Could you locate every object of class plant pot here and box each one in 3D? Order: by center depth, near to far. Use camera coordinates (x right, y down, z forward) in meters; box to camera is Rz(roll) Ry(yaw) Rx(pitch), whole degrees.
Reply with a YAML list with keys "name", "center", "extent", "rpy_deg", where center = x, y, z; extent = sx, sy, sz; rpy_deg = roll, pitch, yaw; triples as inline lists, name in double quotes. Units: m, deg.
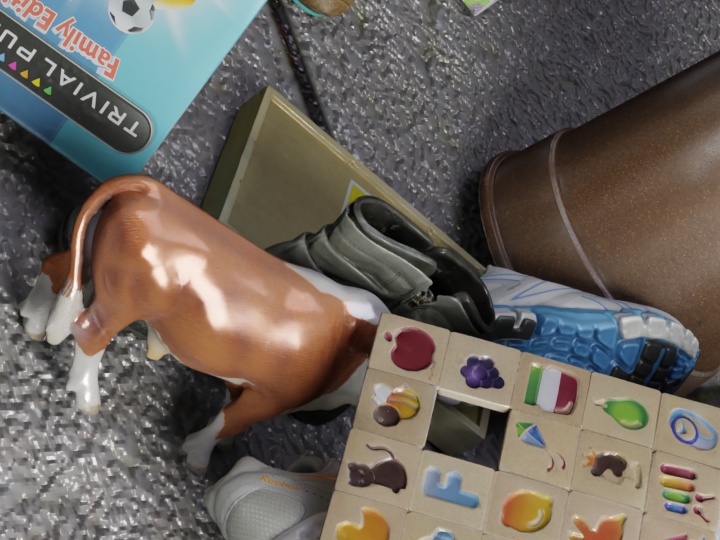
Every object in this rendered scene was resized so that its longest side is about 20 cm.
- name: "plant pot"
  center: [0.210, -0.037, 1.193]
  extent: [0.200, 0.198, 0.200]
  rpy_deg: [37, 34, -31]

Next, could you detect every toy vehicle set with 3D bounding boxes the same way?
- name: "toy vehicle set"
  center: [0.000, 0.000, 1.093]
  extent: [0.200, 0.027, 0.124]
  rpy_deg: [40, 39, -20]

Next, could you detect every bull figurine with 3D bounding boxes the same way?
- name: "bull figurine"
  center: [-0.060, 0.032, 0.912]
  extent: [0.200, 0.121, 0.065]
  rpy_deg: [35, 20, -22]

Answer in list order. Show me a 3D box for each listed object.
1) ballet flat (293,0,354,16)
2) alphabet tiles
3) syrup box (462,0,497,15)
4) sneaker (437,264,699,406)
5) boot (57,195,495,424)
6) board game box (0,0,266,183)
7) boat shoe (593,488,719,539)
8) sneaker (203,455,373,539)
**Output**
- name: "ballet flat"
  center: [-0.003, -0.244, 1.244]
  extent: [0.068, 0.072, 0.200]
  rpy_deg: [36, 40, -23]
- name: "alphabet tiles"
  center: [0.067, 0.118, 0.831]
  extent: [0.167, 0.008, 0.200]
  rpy_deg: [16, 52, 0]
- name: "syrup box"
  center: [0.120, -0.259, 1.388]
  extent: [0.079, 0.081, 0.200]
  rpy_deg: [51, 37, -2]
- name: "sneaker"
  center: [0.104, 0.030, 1.095]
  extent: [0.200, 0.075, 0.087]
  rpy_deg: [11, 27, -35]
- name: "boot"
  center: [-0.037, -0.005, 0.966]
  extent: [0.200, 0.131, 0.068]
  rpy_deg: [30, 42, -30]
- name: "board game box"
  center: [-0.115, -0.158, 0.920]
  extent: [0.151, 0.200, 0.047]
  rpy_deg: [35, 19, -9]
- name: "boat shoe"
  center: [0.081, 0.148, 0.875]
  extent: [0.200, 0.074, 0.067]
  rpy_deg: [-32, 44, -24]
- name: "sneaker"
  center: [0.010, 0.124, 0.916]
  extent: [0.200, 0.076, 0.092]
  rpy_deg: [22, 20, -50]
